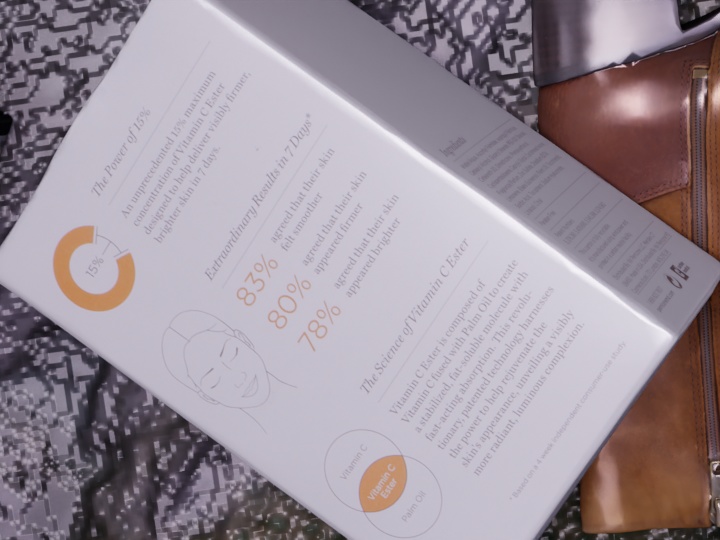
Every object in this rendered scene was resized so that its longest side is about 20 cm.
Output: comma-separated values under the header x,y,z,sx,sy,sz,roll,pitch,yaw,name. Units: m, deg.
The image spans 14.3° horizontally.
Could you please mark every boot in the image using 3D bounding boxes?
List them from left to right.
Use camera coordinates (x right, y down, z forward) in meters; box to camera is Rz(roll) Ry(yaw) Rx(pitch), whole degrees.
x,y,z,sx,sy,sz,roll,pitch,yaw,name
0.157,-0.010,0.982,0.188,0.068,0.200,-8,95,3,boot

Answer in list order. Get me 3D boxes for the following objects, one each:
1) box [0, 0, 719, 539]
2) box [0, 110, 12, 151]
x,y,z,sx,sy,sz,roll,pitch,yaw,name
0.000,0.000,0.954,0.200,0.097,0.124,36,110,6,box
-0.226,-0.069,0.953,0.200,0.159,0.046,23,94,2,box
